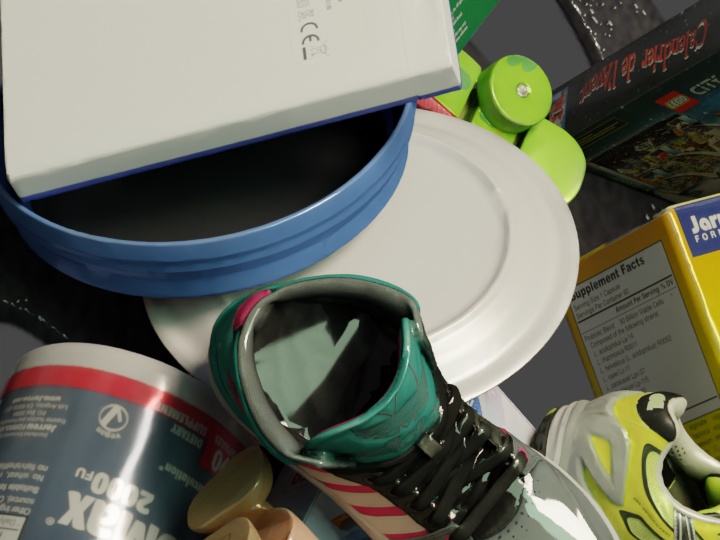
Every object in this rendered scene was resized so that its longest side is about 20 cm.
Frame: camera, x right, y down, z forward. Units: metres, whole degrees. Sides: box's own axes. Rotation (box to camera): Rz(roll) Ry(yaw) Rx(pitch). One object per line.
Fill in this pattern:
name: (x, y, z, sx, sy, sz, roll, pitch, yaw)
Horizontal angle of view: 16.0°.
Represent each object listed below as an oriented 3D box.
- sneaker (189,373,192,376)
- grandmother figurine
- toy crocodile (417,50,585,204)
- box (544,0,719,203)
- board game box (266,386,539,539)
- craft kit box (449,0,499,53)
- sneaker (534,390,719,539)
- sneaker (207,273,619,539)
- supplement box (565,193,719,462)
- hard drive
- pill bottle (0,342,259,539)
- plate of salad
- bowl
sneaker: (-0.013, -0.019, 1.247, 0.199, 0.066, 0.091, -24, 88, -33)
grandmother figurine: (0.010, 0.165, 1.054, 0.200, 0.060, 0.122, 42, 43, -26)
toy crocodile: (0.031, -0.097, 1.301, 0.200, 0.067, 0.062, 37, 58, -16)
box: (0.205, -0.087, 1.323, 0.136, 0.200, 0.038, 19, 65, -25)
board game box: (0.040, 0.148, 1.170, 0.200, 0.041, 0.200, 49, 44, -20)
craft kit box: (-0.013, -0.173, 1.228, 0.200, 0.196, 0.049, -54, 144, -40)
sneaker: (0.162, 0.142, 1.216, 0.200, 0.076, 0.076, 51, 40, -20)
sneaker: (0.022, 0.067, 1.026, 0.199, 0.121, 0.084, 33, 80, 7)
supplement box: (0.200, 0.066, 1.321, 0.109, 0.109, 0.201, -14, 81, -34)
hard drive: (-0.061, -0.112, 1.127, 0.025, 0.199, 0.133, 62, 17, -54)
pill bottle: (-0.126, 0.144, 1.089, 0.119, 0.119, 0.201, 29, 61, -20)
plate of salad: (0.000, 0.000, 1.165, 0.199, 0.048, 0.201, -2, 45, 2)
bowl: (-0.072, -0.062, 1.171, 0.201, 0.200, 0.040, -44, 141, -34)
